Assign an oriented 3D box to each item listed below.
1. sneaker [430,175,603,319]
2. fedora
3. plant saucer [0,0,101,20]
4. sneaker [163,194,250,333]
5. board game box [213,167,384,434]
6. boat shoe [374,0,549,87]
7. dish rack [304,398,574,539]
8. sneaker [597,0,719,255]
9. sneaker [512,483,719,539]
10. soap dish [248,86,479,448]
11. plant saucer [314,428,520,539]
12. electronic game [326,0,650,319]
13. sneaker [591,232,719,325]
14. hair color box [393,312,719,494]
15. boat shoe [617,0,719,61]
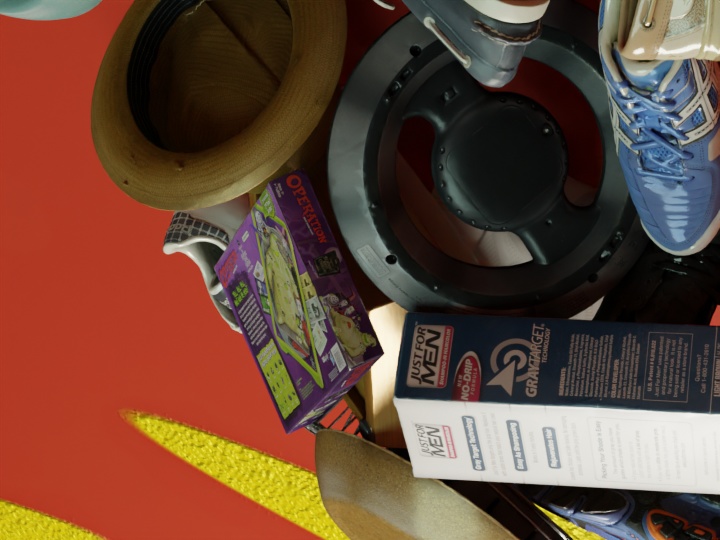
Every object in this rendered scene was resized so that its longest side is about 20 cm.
[{"bbox_3d":[0.098,-0.006,1.723,0.115,0.074,0.201,35,150,31],"label":"sneaker"},{"bbox_3d":[-0.070,-0.109,1.673,0.200,0.202,0.082,4,155,39],"label":"fedora"},{"bbox_3d":[-0.246,-0.235,1.795,0.199,0.036,0.201,24,142,20],"label":"plant saucer"},{"bbox_3d":[-0.049,0.023,1.860,0.200,0.081,0.076,45,141,-12],"label":"sneaker"},{"bbox_3d":[-0.040,0.022,1.683,0.121,0.032,0.200,62,163,7],"label":"board game box"},{"bbox_3d":[0.034,-0.175,1.532,0.200,0.075,0.062,46,130,35],"label":"boat shoe"},{"bbox_3d":[0.039,0.136,1.854,0.153,0.055,0.200,44,171,-26],"label":"dish rack"},{"bbox_3d":[0.159,-0.099,1.512,0.075,0.077,0.201,3,115,29],"label":"sneaker"},{"bbox_3d":[0.174,0.157,1.815,0.199,0.075,0.079,27,153,26],"label":"sneaker"},{"bbox_3d":[0.000,0.000,1.721,0.200,0.081,0.158,54,159,37],"label":"soap dish"},{"bbox_3d":[0.044,0.173,1.752,0.200,0.036,0.200,33,165,10],"label":"plant saucer"},{"bbox_3d":[0.079,-0.062,1.587,0.200,0.200,0.042,49,180,-13],"label":"electronic game"},{"bbox_3d":[0.191,0.003,1.601,0.060,0.105,0.200,32,148,-15],"label":"sneaker"},{"bbox_3d":[0.124,0.076,1.587,0.199,0.061,0.100,2,148,11],"label":"hair color box"},{"bbox_3d":[0.158,-0.202,1.397,0.064,0.071,0.201,-3,107,-5],"label":"boat shoe"}]
